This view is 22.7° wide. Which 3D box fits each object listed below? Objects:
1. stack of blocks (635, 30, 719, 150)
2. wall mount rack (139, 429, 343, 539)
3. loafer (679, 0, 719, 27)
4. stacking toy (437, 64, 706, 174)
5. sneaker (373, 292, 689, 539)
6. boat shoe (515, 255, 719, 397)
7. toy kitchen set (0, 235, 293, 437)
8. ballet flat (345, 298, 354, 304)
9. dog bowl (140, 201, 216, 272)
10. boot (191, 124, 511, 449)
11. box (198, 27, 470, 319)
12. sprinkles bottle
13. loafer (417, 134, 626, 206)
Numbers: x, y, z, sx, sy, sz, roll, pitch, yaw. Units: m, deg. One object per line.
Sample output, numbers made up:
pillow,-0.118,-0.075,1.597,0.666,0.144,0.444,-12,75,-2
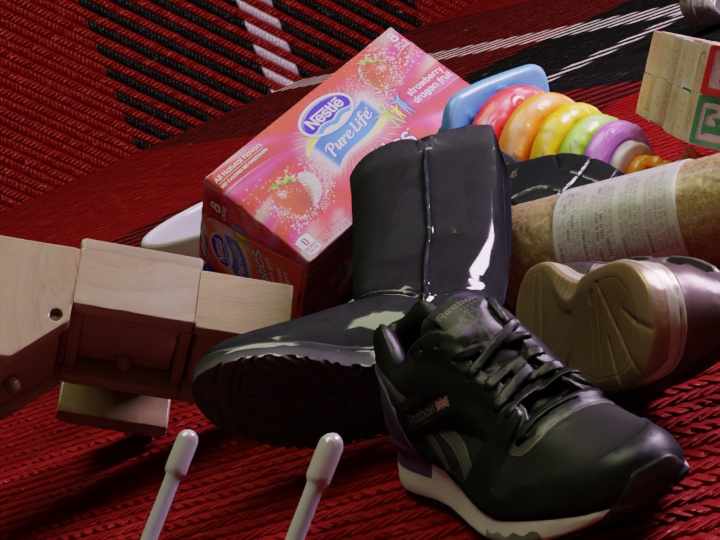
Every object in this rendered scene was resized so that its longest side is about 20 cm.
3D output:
stack of blocks,0.246,-0.105,1.113,0.114,0.059,0.200,12,10,-3
wall mount rack,-0.093,0.134,0.707,0.173,0.075,0.199,-29,14,-33
loafer,0.424,-0.311,1.878,0.199,0.070,0.070,-33,19,-17
stacking toy,0.153,-0.064,1.174,0.109,0.117,0.199,-25,25,-38
sneaker,0.056,0.056,0.758,0.075,0.088,0.200,-26,12,-23
boat shoe,0.122,0.028,0.839,0.064,0.073,0.200,1,-6,-12
toy kitchen set,-0.155,0.105,1.031,0.198,0.182,0.164,9,-35,-8
ballet flat,0.029,0.031,1.049,0.062,0.068,0.200,14,30,22
dog bowl,-0.066,-0.023,1.395,0.198,0.080,0.200,-20,11,4
boot,0.001,0.000,0.962,0.163,0.066,0.201,-1,41,4
box,-0.010,-0.063,1.248,0.200,0.099,0.096,-41,-22,-29
sprinkles bottle,0.145,-0.019,1.001,0.198,0.069,0.068,-14,13,34
loafer,0.108,-0.031,1.125,0.199,0.073,0.073,19,44,41
